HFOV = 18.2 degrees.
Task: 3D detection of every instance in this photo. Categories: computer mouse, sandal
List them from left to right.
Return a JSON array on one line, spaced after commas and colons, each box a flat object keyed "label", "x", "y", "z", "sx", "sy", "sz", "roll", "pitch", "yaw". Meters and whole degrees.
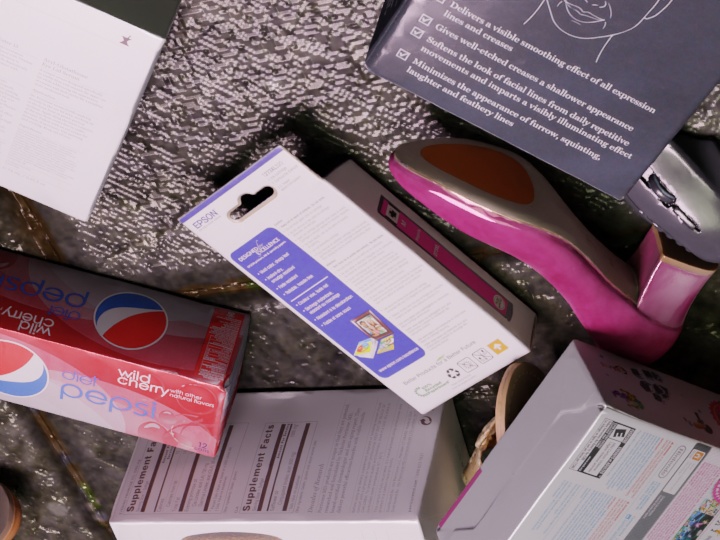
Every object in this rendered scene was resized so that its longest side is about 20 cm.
[{"label": "sandal", "x": 0.096, "y": 0.133, "z": 1.370, "sx": 0.069, "sy": 0.078, "sz": 0.212, "roll": 3, "pitch": 144, "yaw": 32}, {"label": "computer mouse", "x": 0.140, "y": -0.062, "z": 1.194, "sx": 0.199, "sy": 0.034, "sz": 0.059, "roll": 32, "pitch": 134, "yaw": -15}]

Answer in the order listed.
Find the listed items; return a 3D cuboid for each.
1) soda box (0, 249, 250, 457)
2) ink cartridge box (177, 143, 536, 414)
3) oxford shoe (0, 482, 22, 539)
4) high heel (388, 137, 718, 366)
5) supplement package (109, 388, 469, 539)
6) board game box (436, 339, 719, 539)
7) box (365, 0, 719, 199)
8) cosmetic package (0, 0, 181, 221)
[{"label": "soda box", "x": -0.171, "y": 0.046, "z": 1.366, "sx": 0.198, "sy": 0.064, "sz": 0.070, "roll": 15, "pitch": 135, "yaw": 2}, {"label": "ink cartridge box", "x": 0.000, "y": 0.000, "z": 1.293, "sx": 0.200, "sy": 0.037, "sz": 0.094, "roll": 37, "pitch": 132, "yaw": -24}, {"label": "oxford shoe", "x": -0.290, "y": 0.197, "z": 1.558, "sx": 0.071, "sy": 0.072, "sz": 0.199, "roll": 16, "pitch": 144, "yaw": -42}, {"label": "high heel", "x": 0.093, "y": -0.005, "z": 1.242, "sx": 0.199, "sy": 0.068, "sz": 0.096, "roll": 17, "pitch": 126, "yaw": -20}, {"label": "supplement package", "x": -0.037, "y": 0.151, "z": 1.397, "sx": 0.198, "sy": 0.110, "sz": 0.114, "roll": -3, "pitch": 132, "yaw": 18}, {"label": "board game box", "x": 0.166, "y": 0.140, "z": 1.291, "sx": 0.199, "sy": 0.064, "sz": 0.148, "roll": 21, "pitch": 117, "yaw": -30}, {"label": "box", "x": 0.115, "y": -0.158, "z": 1.056, "sx": 0.148, "sy": 0.108, "sz": 0.200, "roll": 27, "pitch": 135, "yaw": -10}, {"label": "cosmetic package", "x": -0.212, "y": -0.127, "z": 1.217, "sx": 0.199, "sy": 0.052, "sz": 0.151, "roll": 23, "pitch": 137, "yaw": -8}]
